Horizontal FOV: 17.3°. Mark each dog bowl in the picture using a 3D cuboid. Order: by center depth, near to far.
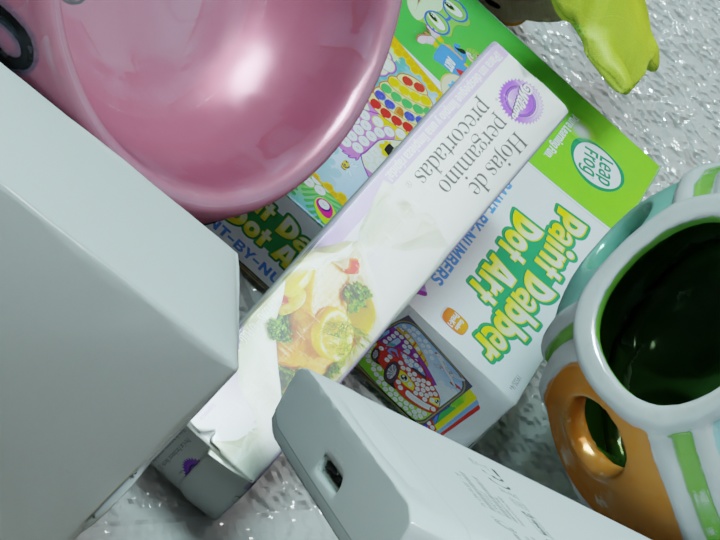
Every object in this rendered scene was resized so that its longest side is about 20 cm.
[{"bbox_3d":[-0.063,-0.103,0.742,0.074,0.201,0.200,12,18,39],"label":"dog bowl"}]

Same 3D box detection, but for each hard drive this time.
[{"bbox_3d":[0.075,0.098,0.699,0.200,0.027,0.132,27,7,-20],"label":"hard drive"}]

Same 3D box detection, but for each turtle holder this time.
[{"bbox_3d":[0.149,0.024,0.811,0.132,0.185,0.141,36,37,-58],"label":"turtle holder"}]

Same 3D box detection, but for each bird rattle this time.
[{"bbox_3d":[0.048,-0.154,0.984,0.200,0.163,0.113,30,75,-16],"label":"bird rattle"}]

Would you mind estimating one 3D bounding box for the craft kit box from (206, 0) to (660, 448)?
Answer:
[{"bbox_3d":[0.008,-0.051,0.922,0.197,0.049,0.200,44,36,-5],"label":"craft kit box"}]

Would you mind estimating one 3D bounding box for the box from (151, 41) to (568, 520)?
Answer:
[{"bbox_3d":[0.000,0.000,0.807,0.039,0.041,0.200,43,56,-2],"label":"box"}]

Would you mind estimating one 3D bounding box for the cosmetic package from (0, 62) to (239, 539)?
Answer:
[{"bbox_3d":[-0.140,-0.011,0.649,0.200,0.113,0.081,41,17,-21],"label":"cosmetic package"}]
